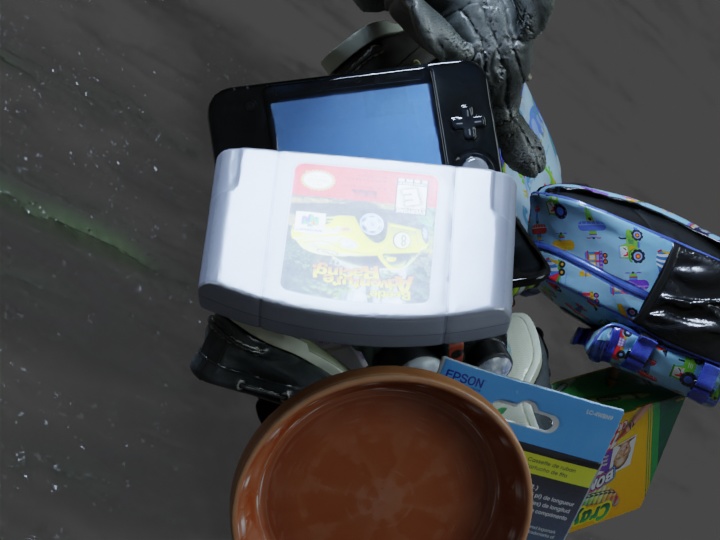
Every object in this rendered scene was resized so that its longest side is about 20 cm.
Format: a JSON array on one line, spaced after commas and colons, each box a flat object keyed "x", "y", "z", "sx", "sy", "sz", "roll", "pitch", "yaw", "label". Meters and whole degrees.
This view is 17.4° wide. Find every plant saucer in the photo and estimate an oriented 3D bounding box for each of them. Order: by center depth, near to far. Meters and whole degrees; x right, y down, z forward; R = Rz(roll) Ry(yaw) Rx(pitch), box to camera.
[{"x": 0.013, "y": 0.152, "z": 1.549, "sx": 0.032, "sy": 0.200, "sz": 0.200, "roll": -106, "pitch": 173, "yaw": -65, "label": "plant saucer"}]

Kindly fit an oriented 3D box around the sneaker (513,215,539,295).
[{"x": 0.066, "y": -0.047, "z": 1.788, "sx": 0.081, "sy": 0.074, "sz": 0.200, "roll": -42, "pitch": 114, "yaw": -25, "label": "sneaker"}]

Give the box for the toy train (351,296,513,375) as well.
[{"x": 0.032, "y": 0.013, "z": 1.663, "sx": 0.085, "sy": 0.114, "sz": 0.200, "roll": 88, "pitch": -19, "yaw": -46, "label": "toy train"}]

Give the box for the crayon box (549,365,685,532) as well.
[{"x": 0.167, "y": 0.150, "z": 1.901, "sx": 0.200, "sy": 0.058, "sz": 0.119, "roll": -12, "pitch": 129, "yaw": -46, "label": "crayon box"}]

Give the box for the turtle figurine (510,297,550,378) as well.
[{"x": 0.105, "y": 0.080, "z": 1.897, "sx": 0.200, "sy": 0.101, "sz": 0.150, "roll": 55, "pitch": 34, "yaw": -54, "label": "turtle figurine"}]

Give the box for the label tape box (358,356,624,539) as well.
[{"x": 0.072, "y": 0.151, "z": 1.616, "sx": 0.143, "sy": 0.200, "sz": 0.066, "roll": 16, "pitch": 19, "yaw": -21, "label": "label tape box"}]

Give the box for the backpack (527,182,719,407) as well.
[{"x": 0.214, "y": 0.011, "z": 1.870, "sx": 0.183, "sy": 0.200, "sz": 0.135, "roll": -66, "pitch": 178, "yaw": -89, "label": "backpack"}]

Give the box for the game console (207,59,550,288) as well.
[{"x": 0.010, "y": -0.058, "z": 1.580, "sx": 0.116, "sy": 0.200, "sz": 0.176, "roll": 138, "pitch": -56, "yaw": -78, "label": "game console"}]

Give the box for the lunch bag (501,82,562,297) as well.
[{"x": 0.105, "y": -0.079, "z": 1.979, "sx": 0.161, "sy": 0.082, "sz": 0.200, "roll": 61, "pitch": 28, "yaw": -29, "label": "lunch bag"}]

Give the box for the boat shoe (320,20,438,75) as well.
[{"x": 0.039, "y": -0.165, "z": 1.865, "sx": 0.061, "sy": 0.072, "sz": 0.201, "roll": 54, "pitch": 31, "yaw": 6, "label": "boat shoe"}]

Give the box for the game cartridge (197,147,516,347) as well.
[{"x": 0.000, "y": -0.013, "z": 1.512, "sx": 0.041, "sy": 0.200, "sz": 0.133, "roll": 95, "pitch": 0, "yaw": -56, "label": "game cartridge"}]

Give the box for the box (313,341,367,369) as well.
[{"x": 0.000, "y": 0.000, "z": 1.761, "sx": 0.041, "sy": 0.039, "sz": 0.200, "roll": 60, "pitch": 30, "yaw": -36, "label": "box"}]

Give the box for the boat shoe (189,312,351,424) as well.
[{"x": -0.050, "y": 0.078, "z": 1.594, "sx": 0.066, "sy": 0.074, "sz": 0.199, "roll": -55, "pitch": 150, "yaw": 0, "label": "boat shoe"}]

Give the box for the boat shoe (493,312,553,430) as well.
[{"x": 0.114, "y": 0.112, "z": 1.758, "sx": 0.200, "sy": 0.072, "sz": 0.068, "roll": -92, "pitch": 159, "yaw": -49, "label": "boat shoe"}]

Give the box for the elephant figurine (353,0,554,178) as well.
[{"x": 0.086, "y": -0.192, "z": 1.749, "sx": 0.155, "sy": 0.142, "sz": 0.200, "roll": 11, "pitch": 42, "yaw": -49, "label": "elephant figurine"}]
